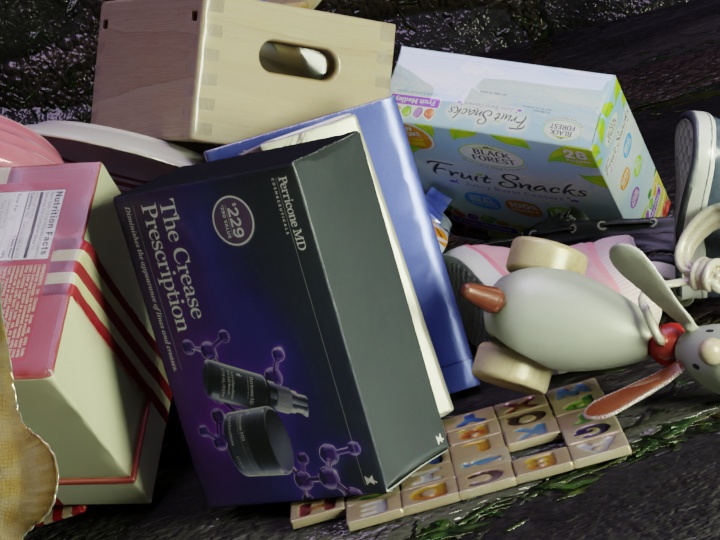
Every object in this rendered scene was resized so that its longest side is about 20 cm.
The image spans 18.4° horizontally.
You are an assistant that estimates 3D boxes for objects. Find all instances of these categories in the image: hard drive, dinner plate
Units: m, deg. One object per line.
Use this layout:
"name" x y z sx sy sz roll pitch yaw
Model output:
"hard drive" -0.012 -0.001 1.476 0.132 0.200 0.025 -17 1 -5
"dinner plate" -0.164 -0.075 1.555 0.200 0.024 0.200 12 -8 2

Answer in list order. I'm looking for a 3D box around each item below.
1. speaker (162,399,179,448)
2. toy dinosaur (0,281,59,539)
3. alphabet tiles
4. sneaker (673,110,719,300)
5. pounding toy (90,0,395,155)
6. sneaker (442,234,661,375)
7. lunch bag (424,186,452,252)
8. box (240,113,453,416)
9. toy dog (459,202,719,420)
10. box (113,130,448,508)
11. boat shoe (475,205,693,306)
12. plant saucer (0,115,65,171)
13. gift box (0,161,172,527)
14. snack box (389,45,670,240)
"speaker" -0.185 0.085 1.627 0.081 0.081 0.200 -18 10 -10
"toy dinosaur" -0.215 0.113 1.289 0.101 0.200 0.058 -12 -13 32
"alphabet tiles" 0.055 0.111 1.329 0.200 0.008 0.167 -15 11 2
"sneaker" 0.269 -0.042 1.402 0.146 0.077 0.202 0 -23 9
"pounding toy" -0.073 -0.152 1.598 0.200 0.143 0.184 5 0 -33
"sneaker" 0.135 0.016 1.518 0.104 0.075 0.200 -21 17 -17
"lunch bag" 0.000 0.000 1.614 0.160 0.076 0.200 -47 3 7
"box" -0.009 0.006 1.417 0.068 0.200 0.082 -19 1 -13
"toy dog" 0.139 0.029 1.320 0.200 0.132 0.096 -14 -20 35
"box" -0.047 0.032 1.321 0.141 0.200 0.079 -10 11 33
"boat shoe" 0.157 -0.014 1.585 0.199 0.074 0.066 -2 61 46
"plant saucer" -0.276 -0.057 1.484 0.200 0.051 0.201 4 -23 2
"gift box" -0.228 0.044 1.435 0.200 0.187 0.185 1 58 21
"snack box" 0.123 -0.081 1.638 0.168 0.068 0.200 10 -22 25
